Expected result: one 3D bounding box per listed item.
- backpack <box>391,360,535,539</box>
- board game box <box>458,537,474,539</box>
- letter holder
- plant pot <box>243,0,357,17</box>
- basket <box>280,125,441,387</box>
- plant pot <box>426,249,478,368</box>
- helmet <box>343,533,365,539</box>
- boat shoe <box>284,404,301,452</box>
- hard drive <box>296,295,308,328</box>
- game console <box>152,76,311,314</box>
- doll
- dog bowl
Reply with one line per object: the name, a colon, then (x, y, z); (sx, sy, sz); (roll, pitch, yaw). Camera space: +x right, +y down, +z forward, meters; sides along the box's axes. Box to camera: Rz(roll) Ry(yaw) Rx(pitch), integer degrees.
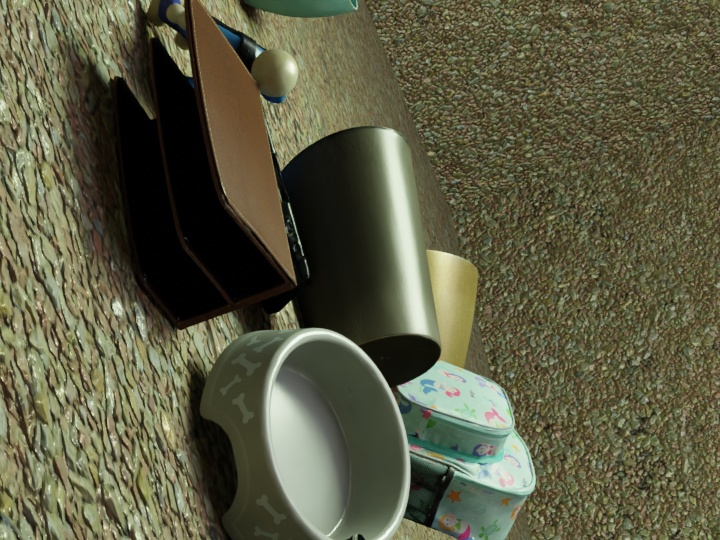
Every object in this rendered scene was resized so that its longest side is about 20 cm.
backpack: (0.077, 0.177, 1.469); (0.198, 0.152, 0.178); (28, 17, -10)
board game box: (0.075, 0.340, 1.450); (0.200, 0.044, 0.136); (143, -68, -68)
letter holder: (-0.132, -0.086, 1.112); (0.142, 0.099, 0.202); (56, 18, -55)
plant pot: (-0.099, -0.404, 1.874); (0.200, 0.133, 0.203); (-18, 90, -82)
basket: (0.000, 0.000, 1.393); (0.181, 0.134, 0.202); (-51, -136, 50)
plant pot: (0.045, 0.100, 1.718); (0.187, 0.184, 0.203); (52, 36, -66)
helmet: (0.012, 0.282, 0.970); (0.200, 0.188, 0.203); (-165, -90, -89)
boat shoe: (-0.059, 0.110, 1.256); (0.200, 0.073, 0.070); (-65, 142, -77)
hard drive: (0.007, 0.050, 1.614); (0.042, 0.133, 0.203); (150, -77, -71)
game console: (-0.130, -0.064, 1.356); (0.171, 0.117, 0.203); (139, -62, -65)
doll: (-0.118, -0.193, 1.281); (0.136, 0.049, 0.200); (37, 0, -43)
dog bowl: (-0.035, 0.137, 1.143); (0.199, 0.058, 0.203); (29, 51, -44)
